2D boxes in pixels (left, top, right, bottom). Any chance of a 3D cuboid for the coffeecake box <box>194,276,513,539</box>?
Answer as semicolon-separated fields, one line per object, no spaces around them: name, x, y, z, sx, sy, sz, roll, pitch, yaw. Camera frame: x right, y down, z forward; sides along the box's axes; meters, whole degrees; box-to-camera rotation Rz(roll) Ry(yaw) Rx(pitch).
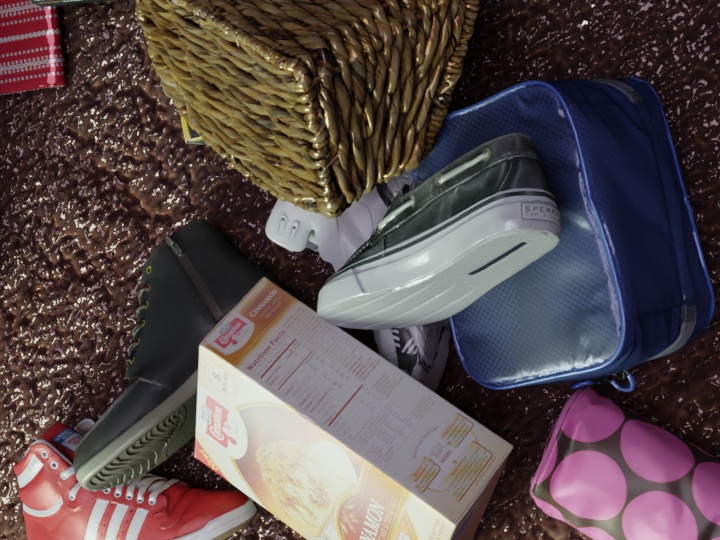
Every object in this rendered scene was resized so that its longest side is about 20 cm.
coffeecake box;-0.013;0.121;0.871;0.199;0.073;0.154;33;146;16

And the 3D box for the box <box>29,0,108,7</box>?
box;-0.162;-0.292;0.925;0.158;0.046;0.202;1;76;24

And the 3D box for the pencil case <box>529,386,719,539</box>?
pencil case;0.204;0.161;0.832;0.199;0.091;0.094;32;110;18

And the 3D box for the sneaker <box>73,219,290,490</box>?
sneaker;-0.148;0.062;0.946;0.200;0.075;0.106;-43;70;-11

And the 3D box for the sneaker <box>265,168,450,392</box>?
sneaker;0.000;0.000;0.904;0.114;0.075;0.202;-2;87;21

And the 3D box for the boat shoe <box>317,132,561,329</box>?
boat shoe;0.045;-0.019;0.775;0.199;0.072;0.072;-27;57;46

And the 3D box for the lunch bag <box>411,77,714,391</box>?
lunch bag;0.135;-0.019;0.818;0.135;0.132;0.202;-14;89;44

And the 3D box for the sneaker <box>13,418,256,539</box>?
sneaker;-0.178;0.161;0.977;0.198;0.071;0.113;-15;91;22

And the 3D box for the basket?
basket;-0.028;-0.141;0.824;0.149;0.143;0.200;-37;49;-22

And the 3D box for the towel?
towel;-0.305;-0.236;1.027;0.143;0.022;0.202;-6;93;18

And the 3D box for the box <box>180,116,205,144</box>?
box;-0.043;-0.189;0.921;0.198;0.049;0.161;-11;87;21
